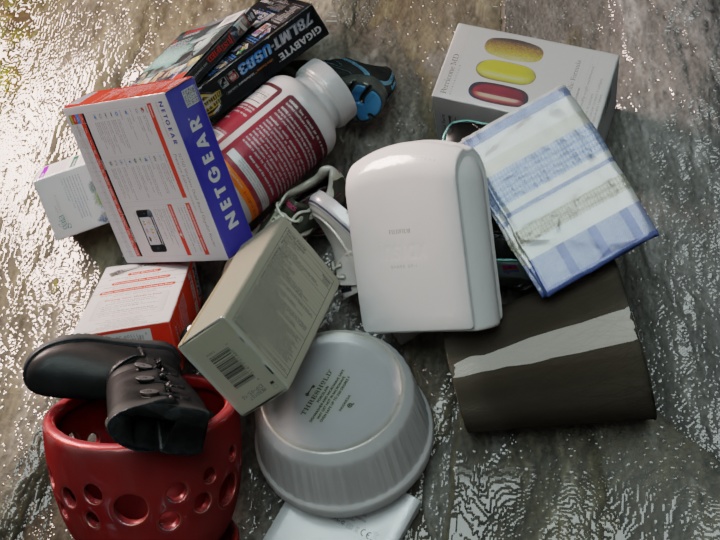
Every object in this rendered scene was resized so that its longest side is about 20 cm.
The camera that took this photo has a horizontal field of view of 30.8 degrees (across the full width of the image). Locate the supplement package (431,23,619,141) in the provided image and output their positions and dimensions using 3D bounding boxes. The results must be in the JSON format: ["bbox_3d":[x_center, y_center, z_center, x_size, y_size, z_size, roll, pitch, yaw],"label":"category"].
[{"bbox_3d":[0.197,-0.202,1.557,0.198,0.110,0.115,14,66,15],"label":"supplement package"}]

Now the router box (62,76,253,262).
[{"bbox_3d":[-0.228,-0.107,1.469,0.178,0.202,0.049,0,28,40],"label":"router box"}]

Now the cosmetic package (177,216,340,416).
[{"bbox_3d":[-0.100,0.044,1.354,0.073,0.104,0.200,-32,17,30],"label":"cosmetic package"}]

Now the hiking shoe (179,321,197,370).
[{"bbox_3d":[-0.138,0.068,1.449,0.087,0.199,0.075,38,111,29],"label":"hiking shoe"}]

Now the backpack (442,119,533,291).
[{"bbox_3d":[0.189,-0.068,1.467,0.198,0.153,0.178,1,69,18],"label":"backpack"}]

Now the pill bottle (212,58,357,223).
[{"bbox_3d":[-0.103,-0.154,1.531,0.200,0.113,0.113,-42,65,-14],"label":"pill bottle"}]

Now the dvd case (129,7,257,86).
[{"bbox_3d":[-0.224,-0.238,1.572,0.145,0.022,0.201,-8,38,46],"label":"dvd case"}]

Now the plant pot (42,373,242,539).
[{"bbox_3d":[-0.215,0.223,1.339,0.198,0.201,0.184,-3,104,7],"label":"plant pot"}]

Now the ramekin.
[{"bbox_3d":[-0.023,0.154,1.398,0.200,0.095,0.204,-5,50,6],"label":"ramekin"}]

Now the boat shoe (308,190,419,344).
[{"bbox_3d":[0.000,0.000,1.486,0.070,0.071,0.200,-42,95,-5],"label":"boat shoe"}]

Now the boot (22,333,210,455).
[{"bbox_3d":[-0.239,0.123,1.256,0.163,0.066,0.200,-5,20,-14],"label":"boot"}]

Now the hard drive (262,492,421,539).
[{"bbox_3d":[-0.039,0.304,1.388,0.131,0.026,0.201,25,70,19],"label":"hard drive"}]

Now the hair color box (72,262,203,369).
[{"bbox_3d":[-0.245,0.051,1.461,0.110,0.065,0.200,-9,22,4],"label":"hair color box"}]

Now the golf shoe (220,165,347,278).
[{"bbox_3d":[-0.095,-0.048,1.539,0.077,0.088,0.200,40,77,22],"label":"golf shoe"}]

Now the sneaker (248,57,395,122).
[{"bbox_3d":[-0.051,-0.231,1.644,0.198,0.074,0.082,11,36,19],"label":"sneaker"}]

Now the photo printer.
[{"bbox_3d":[0.064,-0.036,1.382,0.165,0.069,0.202,-3,96,41],"label":"photo printer"}]

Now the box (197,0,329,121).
[{"bbox_3d":[-0.154,-0.262,1.607,0.198,0.050,0.200,-38,24,-6],"label":"box"}]

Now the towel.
[{"bbox_3d":[0.203,-0.086,1.382,0.146,0.024,0.201,-29,73,-1],"label":"towel"}]

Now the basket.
[{"bbox_3d":[0.197,0.094,1.401,0.198,0.136,0.182,-14,72,6],"label":"basket"}]

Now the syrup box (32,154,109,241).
[{"bbox_3d":[-0.289,-0.112,1.586,0.198,0.079,0.082,-19,18,0],"label":"syrup box"}]
